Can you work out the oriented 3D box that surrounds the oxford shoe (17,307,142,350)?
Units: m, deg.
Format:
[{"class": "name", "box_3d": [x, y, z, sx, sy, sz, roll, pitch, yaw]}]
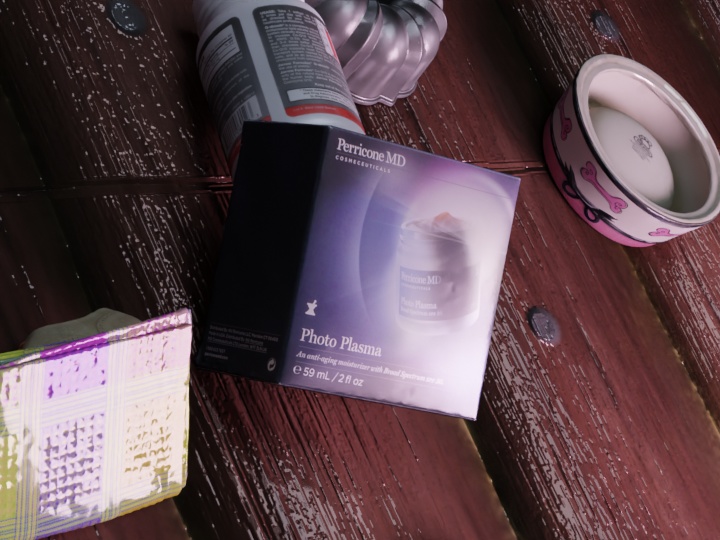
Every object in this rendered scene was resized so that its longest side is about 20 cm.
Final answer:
[{"class": "oxford shoe", "box_3d": [-0.224, 0.084, 1.501, 0.075, 0.071, 0.200, 32, 36, 27]}]

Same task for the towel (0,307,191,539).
[{"class": "towel", "box_3d": [-0.187, 0.109, 1.470, 0.023, 0.144, 0.200, 18, 21, 37]}]

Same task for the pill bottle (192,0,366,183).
[{"class": "pill bottle", "box_3d": [-0.072, -0.155, 1.775, 0.116, 0.116, 0.200, 13, 45, -37]}]

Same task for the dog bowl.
[{"class": "dog bowl", "box_3d": [0.264, -0.111, 2.103, 0.200, 0.074, 0.200, 25, 44, -27]}]

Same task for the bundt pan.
[{"class": "bundt pan", "box_3d": [-0.001, -0.254, 1.962, 0.202, 0.076, 0.202, 25, 45, -29]}]

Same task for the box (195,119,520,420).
[{"class": "box", "box_3d": [0.000, 0.000, 1.651, 0.200, 0.123, 0.199, 12, 87, -38]}]
